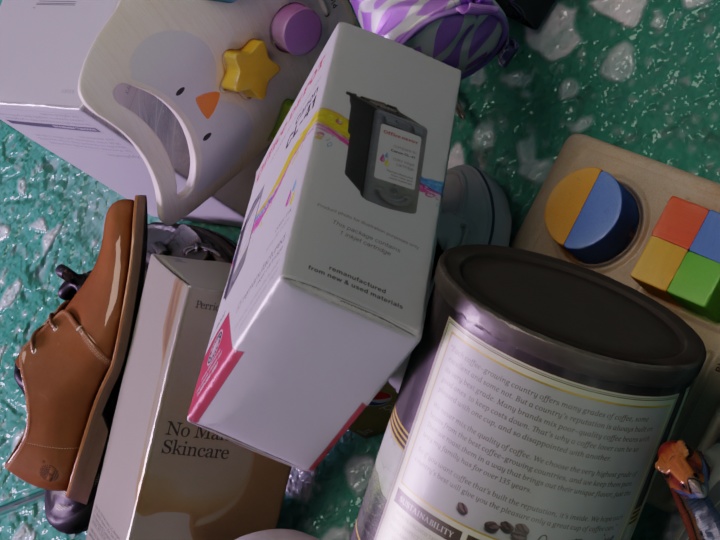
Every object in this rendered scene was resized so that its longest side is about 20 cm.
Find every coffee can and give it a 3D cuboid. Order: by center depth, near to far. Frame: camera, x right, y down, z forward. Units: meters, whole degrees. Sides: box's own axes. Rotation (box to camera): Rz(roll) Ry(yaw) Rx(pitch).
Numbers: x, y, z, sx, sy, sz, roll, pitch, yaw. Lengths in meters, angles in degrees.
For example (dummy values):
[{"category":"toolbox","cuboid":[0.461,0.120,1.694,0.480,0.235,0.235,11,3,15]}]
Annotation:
[{"category":"coffee can","cuboid":[0.080,0.107,0.877,0.146,0.145,0.202,33,113,40]}]

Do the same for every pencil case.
[{"category":"pencil case","cuboid":[0.021,-0.205,0.996,0.201,0.083,0.086,65,153,23]}]

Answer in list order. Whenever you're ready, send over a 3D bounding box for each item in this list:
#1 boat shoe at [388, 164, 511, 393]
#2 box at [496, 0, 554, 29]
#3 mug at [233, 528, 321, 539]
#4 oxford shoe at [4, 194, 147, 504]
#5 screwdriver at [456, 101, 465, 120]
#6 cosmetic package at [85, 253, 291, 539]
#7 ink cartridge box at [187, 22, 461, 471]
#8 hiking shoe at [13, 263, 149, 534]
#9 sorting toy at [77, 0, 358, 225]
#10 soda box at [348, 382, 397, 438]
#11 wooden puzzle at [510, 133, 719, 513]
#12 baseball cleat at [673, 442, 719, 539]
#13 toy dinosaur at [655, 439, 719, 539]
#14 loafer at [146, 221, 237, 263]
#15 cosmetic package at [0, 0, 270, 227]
[{"category":"boat shoe","cuboid":[0.045,-0.006,1.012,0.073,0.065,0.201,-31,31,29]},{"category":"box","cuboid":[0.108,-0.285,1.097,0.106,0.122,0.201,32,89,39]},{"category":"mug","cuboid":[-0.056,0.246,0.960,0.186,0.149,0.154,-33,46,10]},{"category":"oxford shoe","cuboid":[-0.180,0.045,1.052,0.071,0.071,0.202,16,92,-5]},{"category":"screwdriver","cuboid":[0.037,-0.172,1.162,0.028,0.029,0.201,-37,56,15]},{"category":"cosmetic package","cuboid":[-0.096,0.099,1.028,0.071,0.104,0.202,33,113,58]},{"category":"ink cartridge box","cuboid":[-0.018,-0.014,0.923,0.148,0.085,0.201,124,162,-45]},{"category":"hiking shoe","cuboid":[-0.201,0.086,1.136,0.076,0.100,0.202,29,108,47]},{"category":"sorting toy","cuboid":[-0.094,-0.129,1.052,0.106,0.201,0.180,18,59,42]},{"category":"soda box","cuboid":[0.000,0.000,1.077,0.064,0.068,0.202,-22,58,26]},{"category":"wooden puzzle","cuboid":[0.147,0.020,0.971,0.199,0.046,0.187,24,85,43]},{"category":"baseball cleat","cuboid":[0.200,0.168,0.858,0.106,0.070,0.202,20,82,39]},{"category":"toy dinosaur","cuboid":[0.184,0.178,0.795,0.182,0.105,0.201,46,108,23]},{"category":"loafer","cuboid":[-0.108,0.013,1.150,0.200,0.063,0.072,37,92,40]},{"category":"cosmetic package","cuboid":[-0.137,-0.163,1.163,0.122,0.200,0.201,8,74,36]}]
